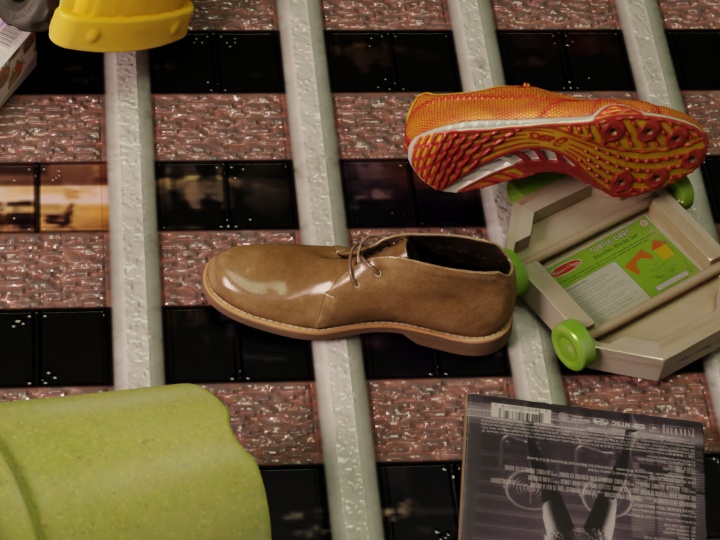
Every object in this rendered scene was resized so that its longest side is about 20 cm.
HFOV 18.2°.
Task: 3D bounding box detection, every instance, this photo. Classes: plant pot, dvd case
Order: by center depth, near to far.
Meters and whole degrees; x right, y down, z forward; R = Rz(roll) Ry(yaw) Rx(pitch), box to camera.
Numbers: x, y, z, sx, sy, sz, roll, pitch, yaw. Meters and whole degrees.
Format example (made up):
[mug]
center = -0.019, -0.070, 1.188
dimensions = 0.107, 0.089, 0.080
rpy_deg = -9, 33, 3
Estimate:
[plant pot]
center = -0.157, 0.144, 1.210
dimensions = 0.184, 0.201, 0.201
rpy_deg = -14, 52, -32
[dvd case]
center = 0.131, 0.164, 1.321
dimensions = 0.148, 0.016, 0.200
rpy_deg = 7, 49, -2

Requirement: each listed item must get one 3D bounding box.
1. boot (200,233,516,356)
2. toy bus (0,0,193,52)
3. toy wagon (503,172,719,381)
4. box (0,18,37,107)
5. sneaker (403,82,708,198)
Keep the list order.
[boot]
center = 0.000, 0.000, 1.407
dimensions = 0.199, 0.076, 0.074
rpy_deg = 6, 51, 0
[toy bus]
center = -0.190, -0.272, 1.519
dimensions = 0.135, 0.192, 0.200
rpy_deg = -13, 47, -45
[toy wagon]
center = 0.157, -0.016, 1.462
dimensions = 0.155, 0.040, 0.200
rpy_deg = -26, 56, -25
[box]
center = -0.280, -0.096, 1.478
dimensions = 0.041, 0.039, 0.200
rpy_deg = 22, 51, 12
[sneaker]
center = 0.127, -0.094, 1.455
dimensions = 0.199, 0.073, 0.077
rpy_deg = 4, 39, -6
